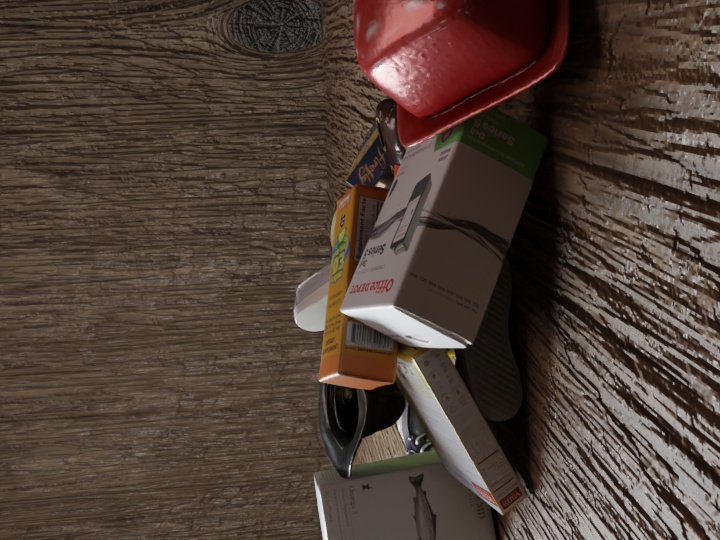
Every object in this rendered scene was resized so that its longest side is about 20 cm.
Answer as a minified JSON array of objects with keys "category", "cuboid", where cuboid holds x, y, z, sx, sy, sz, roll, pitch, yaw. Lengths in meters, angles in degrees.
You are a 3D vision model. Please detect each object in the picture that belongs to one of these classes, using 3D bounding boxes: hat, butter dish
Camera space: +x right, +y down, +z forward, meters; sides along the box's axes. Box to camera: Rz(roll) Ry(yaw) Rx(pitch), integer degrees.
[{"category":"hat","cuboid":[0.006,0.152,0.983,0.201,0.081,0.201,-179,90,-74]},{"category":"butter dish","cuboid":[0.057,-0.231,0.673,0.200,0.147,0.200,-19,62,50]}]

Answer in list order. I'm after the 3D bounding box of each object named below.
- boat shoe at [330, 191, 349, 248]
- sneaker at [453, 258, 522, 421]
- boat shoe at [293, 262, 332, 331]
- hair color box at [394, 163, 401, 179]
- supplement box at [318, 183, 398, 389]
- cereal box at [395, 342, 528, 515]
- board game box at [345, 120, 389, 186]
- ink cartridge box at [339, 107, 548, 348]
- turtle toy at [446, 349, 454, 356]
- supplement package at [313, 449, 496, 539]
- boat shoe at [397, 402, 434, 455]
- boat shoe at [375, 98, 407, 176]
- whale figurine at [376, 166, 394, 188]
[{"category":"boat shoe","cuboid":[-0.011,-0.057,1.054,0.072,0.072,0.200,61,178,21]},{"category":"sneaker","cuboid":[0.121,0.060,0.901,0.114,0.072,0.201,122,144,-83]},{"category":"boat shoe","cuboid":[0.000,0.000,1.005,0.200,0.072,0.069,-38,42,26]},{"category":"hair color box","cuboid":[0.092,-0.022,0.925,0.061,0.101,0.201,38,133,54]},{"category":"supplement box","cuboid":[0.004,0.017,0.855,0.067,0.069,0.201,146,133,-65]},{"category":"cereal box","cuboid":[0.089,0.150,0.883,0.200,0.039,0.144,60,167,-15]},{"category":"board game box","cuboid":[0.044,-0.189,1.072,0.136,0.035,0.200,-52,9,25]},{"category":"ink cartridge box","cuboid":[0.073,-0.037,0.763,0.201,0.084,0.145,-67,16,-12]},{"category":"turtle toy","cuboid":[0.076,0.029,1.050,0.101,0.145,0.201,-22,71,60]},{"category":"supplement package","cuboid":[0.051,0.293,1.017,0.117,0.199,0.117,128,133,-81]},{"category":"boat shoe","cuboid":[0.105,0.255,1.165,0.093,0.074,0.201,135,124,-72]},{"category":"boat shoe","cuboid":[0.076,-0.110,0.957,0.070,0.070,0.200,23,142,51]},{"category":"whale figurine","cuboid":[0.081,-0.122,1.091,0.200,0.104,0.159,-50,8,49]}]
